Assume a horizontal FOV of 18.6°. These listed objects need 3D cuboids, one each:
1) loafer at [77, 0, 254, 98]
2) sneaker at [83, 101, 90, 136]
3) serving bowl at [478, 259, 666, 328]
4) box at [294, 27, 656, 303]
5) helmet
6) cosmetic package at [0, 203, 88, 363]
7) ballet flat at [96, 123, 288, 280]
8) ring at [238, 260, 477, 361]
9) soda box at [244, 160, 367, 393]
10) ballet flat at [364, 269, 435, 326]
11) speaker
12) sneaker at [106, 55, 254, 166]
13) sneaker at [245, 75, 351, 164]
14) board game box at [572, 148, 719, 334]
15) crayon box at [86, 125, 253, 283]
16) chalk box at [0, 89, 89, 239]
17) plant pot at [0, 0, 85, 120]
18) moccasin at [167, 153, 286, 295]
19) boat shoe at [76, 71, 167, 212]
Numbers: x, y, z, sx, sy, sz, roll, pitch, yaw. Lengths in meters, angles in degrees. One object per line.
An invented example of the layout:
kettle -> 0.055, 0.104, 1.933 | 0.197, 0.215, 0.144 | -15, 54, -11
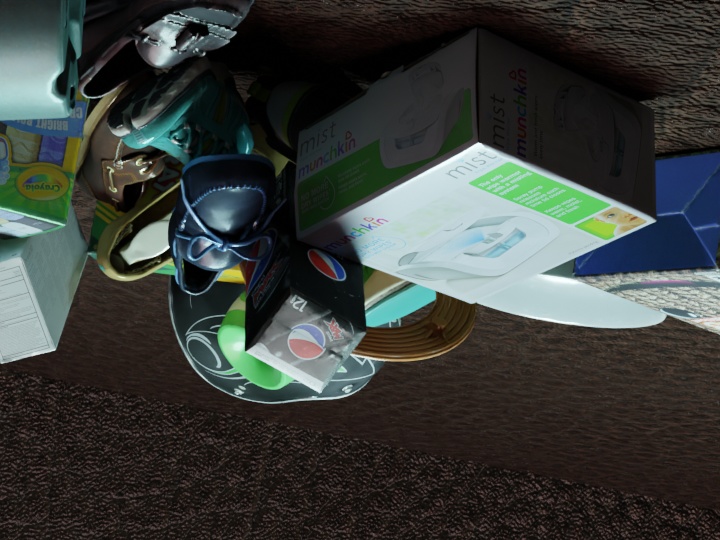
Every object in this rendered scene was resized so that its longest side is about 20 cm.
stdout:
loafer -> -0.137, -0.160, 1.518 | 0.071, 0.064, 0.199 | 17, 167, -33
sneaker -> -0.255, -0.127, 1.822 | 0.084, 0.073, 0.200 | -18, 178, -31
serving bowl -> 0.184, -0.003, 1.997 | 0.198, 0.066, 0.200 | 10, 169, 2
box -> 0.081, -0.072, 1.572 | 0.176, 0.097, 0.199 | 20, 150, -36
helmet -> -0.061, 0.024, 2.036 | 0.189, 0.202, 0.200 | -6, 162, 30
cosmetic package -> -0.263, -0.009, 1.748 | 0.050, 0.083, 0.200 | -13, -158, 7
ballet flat -> -0.126, -0.051, 1.776 | 0.069, 0.199, 0.063 | 54, -176, -8
ring -> 0.000, 0.000, 1.744 | 0.199, 0.201, 0.019 | 12, 125, -9
soda box -> -0.042, 0.001, 1.617 | 0.070, 0.063, 0.200 | 30, -156, -17
ballet flat -> 0.072, -0.013, 1.875 | 0.199, 0.070, 0.069 | -21, 172, -8
speaker -> -0.035, 0.009, 1.895 | 0.088, 0.200, 0.089 | 28, 147, 21
sneaker -> -0.119, -0.108, 1.591 | 0.077, 0.080, 0.200 | -29, 179, 16
sneaker -> -0.029, -0.110, 1.709 | 0.082, 0.072, 0.200 | 26, 173, 26
board game box -> 0.297, -0.017, 1.750 | 0.199, 0.098, 0.159 | 19, 166, -36
crayon box -> -0.120, -0.059, 1.840 | 0.198, 0.128, 0.051 | 6, 168, 13
chalk box -> -0.284, -0.094, 1.615 | 0.123, 0.202, 0.124 | 17, 167, -30
plant pot -> -0.266, -0.169, 1.308 | 0.194, 0.202, 0.200 | 3, 169, -3
moccasin -> -0.098, -0.030, 1.599 | 0.080, 0.069, 0.200 | 3, 164, -7
boat shoe -> -0.182, -0.103, 1.739 | 0.070, 0.070, 0.200 | 43, 159, 1
